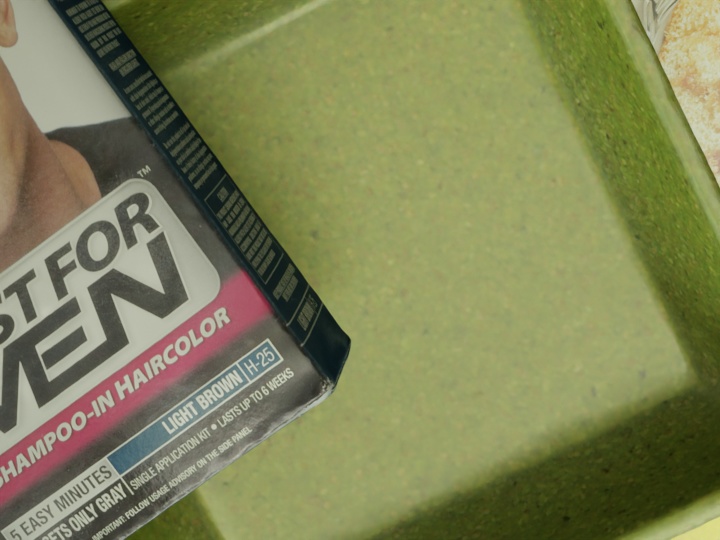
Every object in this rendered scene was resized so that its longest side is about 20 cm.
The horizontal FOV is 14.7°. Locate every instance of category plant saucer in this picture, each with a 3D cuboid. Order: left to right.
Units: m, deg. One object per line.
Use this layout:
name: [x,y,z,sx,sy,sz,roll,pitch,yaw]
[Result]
plant saucer: [0.000,0.000,0.769,0.199,0.048,0.200,-25,97,8]

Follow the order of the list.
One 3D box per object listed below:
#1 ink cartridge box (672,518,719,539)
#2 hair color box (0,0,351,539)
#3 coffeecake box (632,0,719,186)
ink cartridge box: [0.141,0.150,0.982,0.197,0.047,0.200,-34,99,5]
hair color box: [-0.101,-0.027,0.717,0.100,0.061,0.200,-36,95,9]
coffeecake box: [0.086,-0.048,0.865,0.199,0.073,0.154,2,119,-18]
